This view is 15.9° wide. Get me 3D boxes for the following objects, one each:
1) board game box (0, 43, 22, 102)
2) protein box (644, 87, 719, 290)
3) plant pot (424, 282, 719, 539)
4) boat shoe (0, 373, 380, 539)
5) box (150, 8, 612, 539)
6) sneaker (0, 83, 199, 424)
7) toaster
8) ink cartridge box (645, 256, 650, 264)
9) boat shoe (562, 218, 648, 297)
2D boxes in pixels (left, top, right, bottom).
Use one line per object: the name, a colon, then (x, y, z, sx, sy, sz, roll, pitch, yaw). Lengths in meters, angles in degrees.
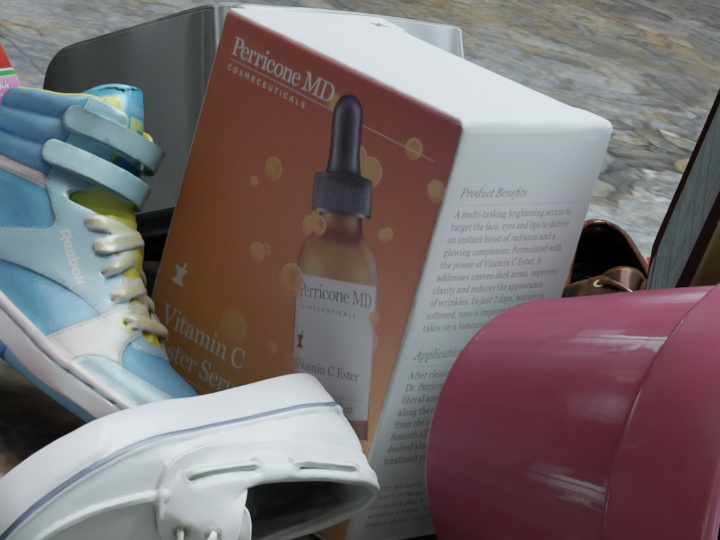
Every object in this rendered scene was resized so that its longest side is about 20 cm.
board game box: (-0.264, -0.087, 1.412, 0.153, 0.040, 0.200, -7, 22, -14)
protein box: (0.246, -0.008, 1.163, 0.198, 0.200, 0.135, 16, 46, -1)
plant pot: (0.133, 0.086, 1.062, 0.200, 0.200, 0.179, -2, 9, -45)
boat shoe: (-0.070, 0.093, 1.029, 0.200, 0.074, 0.065, -18, 59, -41)
box: (0.000, 0.000, 1.166, 0.152, 0.200, 0.106, 28, 21, 38)
sneaker: (-0.111, -0.007, 1.144, 0.200, 0.131, 0.080, 39, -4, 14)
toaster: (-0.050, -0.064, 1.354, 0.181, 0.119, 0.200, 0, -6, -39)
ink cartridge box: (0.260, 0.041, 1.375, 0.175, 0.084, 0.200, 24, 22, -18)
boat shoe: (0.128, 0.029, 1.364, 0.070, 0.070, 0.200, 14, 19, -11)
